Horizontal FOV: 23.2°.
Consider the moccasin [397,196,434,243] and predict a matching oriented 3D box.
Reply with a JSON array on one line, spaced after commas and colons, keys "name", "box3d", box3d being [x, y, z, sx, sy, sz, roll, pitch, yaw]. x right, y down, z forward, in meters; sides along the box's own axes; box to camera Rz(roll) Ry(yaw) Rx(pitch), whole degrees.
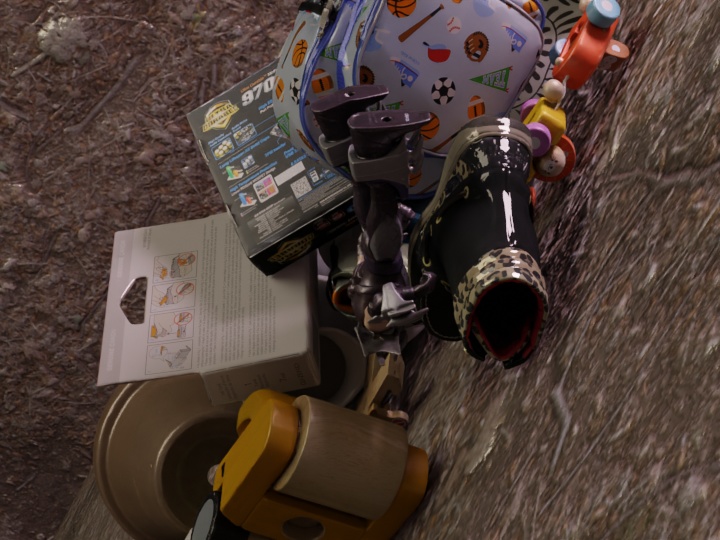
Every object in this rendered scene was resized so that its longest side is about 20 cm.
[{"name": "moccasin", "box3d": [0.058, -0.059, 1.502, 0.068, 0.080, 0.200, -50, 13, -4]}]

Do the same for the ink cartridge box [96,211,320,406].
[{"name": "ink cartridge box", "box3d": [-0.124, 0.029, 1.473, 0.200, 0.175, 0.045, -93, -10, -49]}]

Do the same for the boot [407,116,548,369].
[{"name": "boot", "box3d": [0.078, 0.015, 1.210, 0.204, 0.073, 0.154, 104, 168, -45]}]

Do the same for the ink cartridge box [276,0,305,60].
[{"name": "ink cartridge box", "box3d": [0.034, -0.186, 1.615, 0.146, 0.199, 0.083, -66, 14, -17]}]

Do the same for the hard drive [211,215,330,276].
[{"name": "hard drive", "box3d": [-0.069, 0.011, 1.651, 0.132, 0.199, 0.027, -54, 35, 44]}]

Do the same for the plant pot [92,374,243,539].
[{"name": "plant pot", "box3d": [-0.136, 0.173, 1.586, 0.201, 0.200, 0.175, -64, 12, -4]}]

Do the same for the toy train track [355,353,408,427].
[{"name": "toy train track", "box3d": [0.004, 0.137, 1.429, 0.200, 0.032, 0.115, 118, 165, -47]}]

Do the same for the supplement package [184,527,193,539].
[{"name": "supplement package", "box3d": [-0.124, 0.324, 1.336, 0.200, 0.119, 0.121, -61, 9, 18]}]

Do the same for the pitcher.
[{"name": "pitcher", "box3d": [-0.021, 0.062, 1.547, 0.171, 0.122, 0.200, -24, 10, 4]}]

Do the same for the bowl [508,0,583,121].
[{"name": "bowl", "box3d": [0.111, -0.179, 1.496, 0.201, 0.094, 0.201, -61, 9, 18]}]

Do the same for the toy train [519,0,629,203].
[{"name": "toy train", "box3d": [0.136, -0.105, 1.299, 0.200, 0.056, 0.150, -51, 10, 49]}]

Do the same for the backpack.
[{"name": "backpack", "box3d": [0.033, -0.151, 1.317, 0.191, 0.199, 0.154, -61, 20, 7]}]

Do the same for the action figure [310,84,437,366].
[{"name": "action figure", "box3d": [0.016, -0.023, 1.205, 0.130, 0.069, 0.201, -119, 19, -57]}]

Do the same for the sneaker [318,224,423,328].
[{"name": "sneaker", "box3d": [0.000, 0.000, 1.461, 0.200, 0.079, 0.074, -143, 38, -63]}]

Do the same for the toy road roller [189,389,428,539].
[{"name": "toy road roller", "box3d": [-0.041, 0.141, 1.303, 0.200, 0.122, 0.146, 126, 156, -44]}]

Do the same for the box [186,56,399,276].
[{"name": "box", "box3d": [-0.030, -0.112, 1.457, 0.200, 0.046, 0.159, -31, 60, 8]}]
